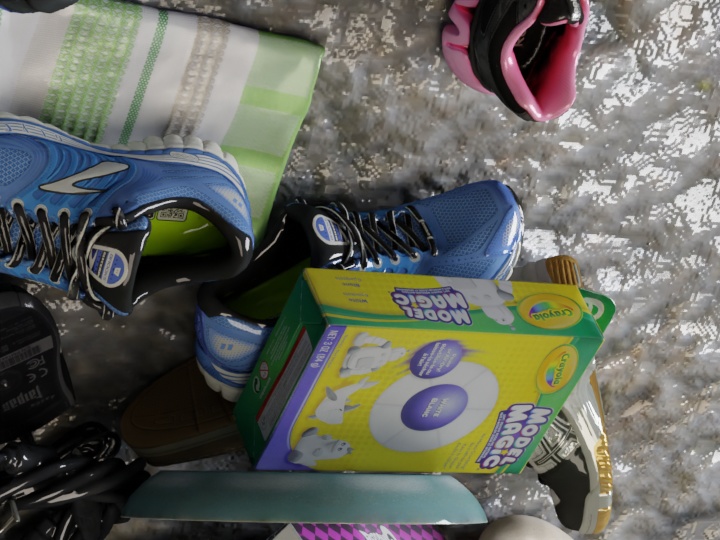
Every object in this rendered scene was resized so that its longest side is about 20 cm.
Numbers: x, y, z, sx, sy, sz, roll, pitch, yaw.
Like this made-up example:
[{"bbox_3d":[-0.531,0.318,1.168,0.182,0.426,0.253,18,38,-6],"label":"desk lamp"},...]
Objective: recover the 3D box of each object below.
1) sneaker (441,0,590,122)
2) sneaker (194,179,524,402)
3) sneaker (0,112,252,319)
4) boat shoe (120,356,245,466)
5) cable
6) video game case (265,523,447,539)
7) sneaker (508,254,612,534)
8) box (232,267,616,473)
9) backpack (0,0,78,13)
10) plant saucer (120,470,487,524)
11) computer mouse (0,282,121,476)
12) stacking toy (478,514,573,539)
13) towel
[{"bbox_3d":[0.097,-0.167,1.140,0.079,0.095,0.201,-5,122,-15],"label":"sneaker"},{"bbox_3d":[0.000,0.000,1.210,0.199,0.079,0.089,-26,144,-11],"label":"sneaker"},{"bbox_3d":[-0.145,-0.026,1.105,0.199,0.089,0.079,-2,121,-21],"label":"sneaker"},{"bbox_3d":[-0.036,0.076,1.266,0.199,0.074,0.069,-20,126,-4],"label":"boat shoe"},{"bbox_3d":[-0.209,0.154,1.244,0.163,0.051,0.200,-6,149,-51],"label":"cable"},{"bbox_3d":[-0.049,0.218,1.317,0.181,0.036,0.200,-44,157,14],"label":"video game case"},{"bbox_3d":[0.102,0.078,1.331,0.087,0.076,0.201,-11,123,5],"label":"sneaker"},{"bbox_3d":[0.042,0.059,1.208,0.199,0.048,0.118,2,134,-30],"label":"box"},{"bbox_3d":[-0.135,-0.221,0.978,0.162,0.168,0.200,-24,160,1],"label":"backpack"},{"bbox_3d":[-0.030,0.123,1.200,0.199,0.200,0.028,2,85,-21],"label":"plant saucer"},{"bbox_3d":[-0.220,0.073,1.202,0.140,0.046,0.200,-27,148,-6],"label":"computer mouse"},{"bbox_3d":[0.065,0.260,1.416,0.200,0.147,0.146,-36,130,29],"label":"stacking toy"},{"bbox_3d":[-0.128,-0.069,1.162,0.199,0.031,0.150,7,120,-25],"label":"towel"}]
